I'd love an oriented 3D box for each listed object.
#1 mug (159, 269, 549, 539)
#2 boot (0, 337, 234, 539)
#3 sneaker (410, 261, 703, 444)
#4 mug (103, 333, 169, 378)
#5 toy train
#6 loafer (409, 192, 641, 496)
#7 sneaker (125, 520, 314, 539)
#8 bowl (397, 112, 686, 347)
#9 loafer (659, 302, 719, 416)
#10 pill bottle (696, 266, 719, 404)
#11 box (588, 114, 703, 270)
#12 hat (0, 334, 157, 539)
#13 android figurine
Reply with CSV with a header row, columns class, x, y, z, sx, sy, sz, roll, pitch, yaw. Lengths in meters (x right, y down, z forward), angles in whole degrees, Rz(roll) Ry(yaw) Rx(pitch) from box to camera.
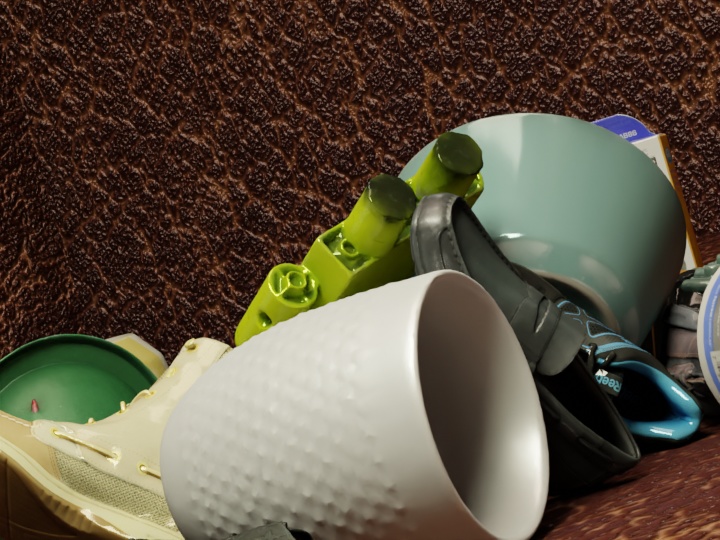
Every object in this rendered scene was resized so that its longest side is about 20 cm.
class,x,y,z,sx,sy,sz,roll,pitch,yaw
mug,0.003,0.102,1.312,0.175,0.148,0.200,-17,-30,26
boot,-0.144,0.093,1.416,0.156,0.199,0.073,-57,-11,-41
sneaker,0.119,0.046,1.463,0.199,0.074,0.082,24,-2,-22
mug,-0.168,0.126,1.735,0.149,0.154,0.186,-17,2,-40
toy train,0.226,0.032,1.729,0.113,0.086,0.200,-2,5,18
loafer,0.092,0.038,1.359,0.070,0.201,0.068,-17,27,28
sneaker,-0.066,0.160,1.220,0.104,0.060,0.200,-18,7,-8
bowl,0.108,0.010,1.567,0.200,0.201,0.105,-16,36,21
loafer,0.226,0.066,1.516,0.072,0.063,0.200,20,4,-9
pill bottle,0.261,0.029,1.227,0.113,0.114,0.200,-17,2,-20
box,0.197,-0.015,1.877,0.118,0.201,0.041,-17,2,16
hat,-0.148,0.144,1.459,0.165,0.201,0.176,19,-7,-30
android figurine,0.000,0.000,1.434,0.182,0.041,0.200,-35,-14,-38
